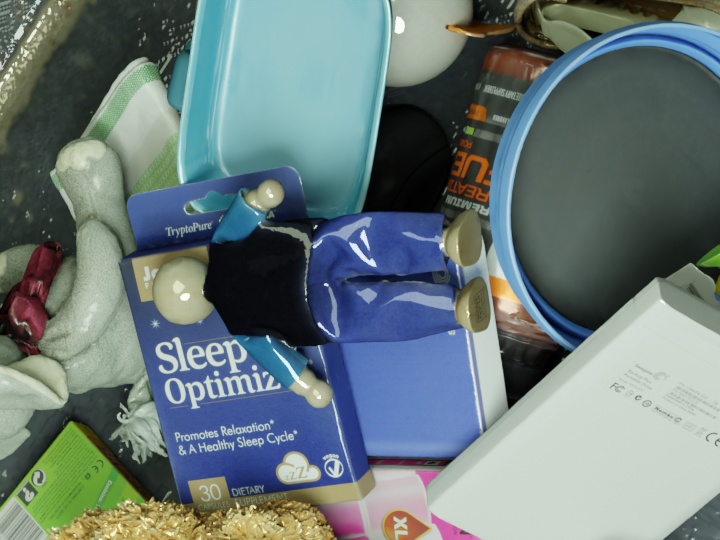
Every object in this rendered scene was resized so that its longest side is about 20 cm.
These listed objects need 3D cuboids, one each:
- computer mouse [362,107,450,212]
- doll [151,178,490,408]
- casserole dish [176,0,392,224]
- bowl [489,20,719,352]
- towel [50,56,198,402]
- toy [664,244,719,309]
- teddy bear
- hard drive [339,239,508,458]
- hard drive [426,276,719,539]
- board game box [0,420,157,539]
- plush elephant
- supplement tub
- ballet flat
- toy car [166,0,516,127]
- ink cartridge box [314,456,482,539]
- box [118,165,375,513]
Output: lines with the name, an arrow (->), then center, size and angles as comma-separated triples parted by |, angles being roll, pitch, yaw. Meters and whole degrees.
computer mouse -> 0.000, 0.000, 1.627 | 0.140, 0.046, 0.200 | 43, 98, 26
doll -> -0.028, 0.012, 1.476 | 0.199, 0.048, 0.137 | -2, 109, 21
casserole dish -> -0.040, -0.107, 1.527 | 0.120, 0.039, 0.201 | 15, 112, 14
bowl -> 0.165, -0.044, 1.496 | 0.202, 0.200, 0.039 | -66, 25, 0
towel -> -0.132, -0.014, 1.654 | 0.149, 0.031, 0.201 | -49, 58, 50
toy -> 0.262, 0.062, 1.481 | 0.115, 0.047, 0.200 | -33, 97, 23
teddy bear -> -0.103, 0.184, 1.556 | 0.199, 0.145, 0.067 | 4, 47, 26
hard drive -> 0.001, 0.045, 1.555 | 0.199, 0.025, 0.133 | -3, 98, 46
hard drive -> 0.149, 0.097, 1.461 | 0.200, 0.131, 0.027 | -45, 31, 31
board game box -> -0.149, 0.198, 1.665 | 0.096, 0.030, 0.200 | -50, 62, 8
plush elephant -> -0.216, 0.044, 1.632 | 0.165, 0.154, 0.201 | -41, 67, 49
supplement tub -> 0.099, -0.027, 1.550 | 0.106, 0.107, 0.201 | 17, 92, 26
ballet flat -> 0.179, -0.139, 1.559 | 0.199, 0.068, 0.067 | 14, 41, 32
toy car -> -0.001, -0.171, 1.627 | 0.199, 0.177, 0.186 | 16, 100, -3
ink cartridge box -> 0.031, 0.162, 1.572 | 0.199, 0.037, 0.095 | -2, 100, 22
box -> -0.072, 0.046, 1.547 | 0.120, 0.032, 0.201 | -9, 100, 23
